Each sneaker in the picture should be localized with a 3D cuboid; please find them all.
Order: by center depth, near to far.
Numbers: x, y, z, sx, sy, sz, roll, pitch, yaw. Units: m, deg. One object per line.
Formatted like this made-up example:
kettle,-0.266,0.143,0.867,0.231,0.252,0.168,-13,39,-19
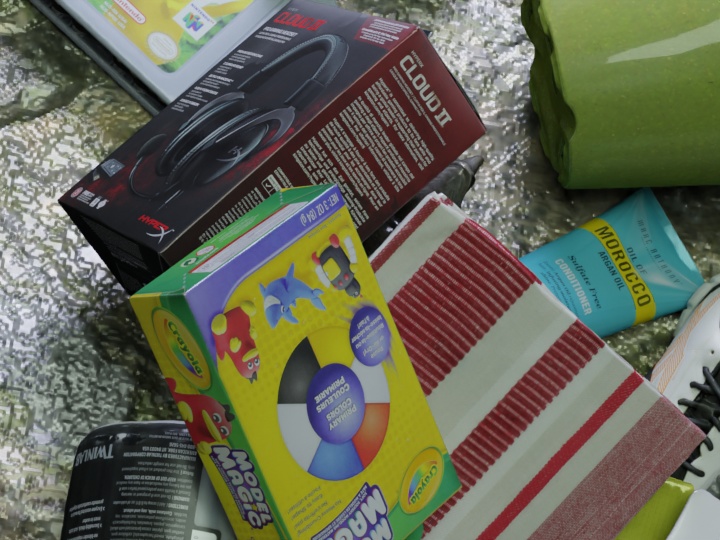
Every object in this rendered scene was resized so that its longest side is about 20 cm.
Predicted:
sneaker,0.181,0.076,1.276,0.074,0.080,0.200,31,74,-2

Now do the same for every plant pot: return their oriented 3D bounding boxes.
plant pot,0.194,-0.121,1.313,0.189,0.200,0.201,-11,72,-2

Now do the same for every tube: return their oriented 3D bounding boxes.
tube,0.110,0.016,1.300,0.200,0.050,0.078,-23,83,-34

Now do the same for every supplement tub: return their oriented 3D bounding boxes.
supplement tub,-0.097,0.185,1.156,0.122,0.123,0.201,10,69,-8

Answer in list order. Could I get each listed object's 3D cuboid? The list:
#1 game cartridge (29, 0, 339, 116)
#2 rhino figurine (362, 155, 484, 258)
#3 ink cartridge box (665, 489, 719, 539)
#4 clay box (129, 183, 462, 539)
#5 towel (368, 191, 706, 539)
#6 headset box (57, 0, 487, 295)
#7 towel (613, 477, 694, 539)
game cartridge,-0.109,-0.169,1.332,0.200,0.040,0.133,42,64,5
rhino figurine,0.000,0.000,1.263,0.060,0.087,0.200,42,68,7
ink cartridge box,0.224,0.219,1.233,0.200,0.067,0.116,35,67,-4
clay box,-0.023,0.072,1.123,0.115,0.048,0.200,-38,112,-39
towel,0.062,0.073,1.203,0.200,0.023,0.144,42,94,-12
headset box,-0.042,-0.061,1.223,0.200,0.149,0.077,-42,117,-12
towel,0.072,0.125,1.245,0.199,0.018,0.086,17,94,3
